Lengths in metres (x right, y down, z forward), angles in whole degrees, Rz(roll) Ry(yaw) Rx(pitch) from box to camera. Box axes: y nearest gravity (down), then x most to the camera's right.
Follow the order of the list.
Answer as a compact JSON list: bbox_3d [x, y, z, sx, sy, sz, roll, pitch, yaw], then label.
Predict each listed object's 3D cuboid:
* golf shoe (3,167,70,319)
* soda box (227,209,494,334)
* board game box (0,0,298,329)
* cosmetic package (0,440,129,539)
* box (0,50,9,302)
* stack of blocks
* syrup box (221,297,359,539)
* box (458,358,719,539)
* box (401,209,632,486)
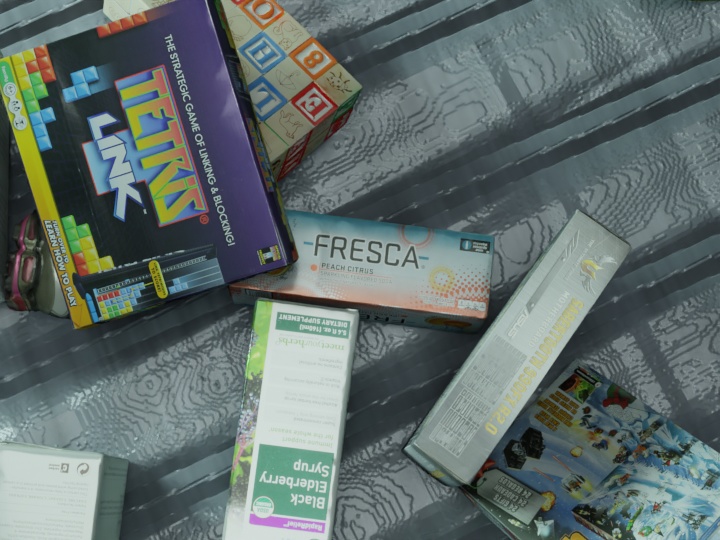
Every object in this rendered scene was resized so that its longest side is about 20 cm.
[{"bbox_3d":[-0.217,-0.063,0.967,0.091,0.073,0.202,8,90,-6],"label":"golf shoe"},{"bbox_3d":[0.000,0.000,0.960,0.198,0.064,0.069,8,76,-1],"label":"soda box"},{"bbox_3d":[-0.152,-0.077,0.893,0.164,0.057,0.201,-17,92,9],"label":"board game box"},{"bbox_3d":[-0.223,0.229,0.894,0.081,0.113,0.202,7,78,0],"label":"cosmetic package"},{"bbox_3d":[-0.349,-0.081,0.932,0.151,0.106,0.201,-3,74,-5],"label":"box"},{"bbox_3d":[-0.111,-0.166,0.973,0.200,0.059,0.115,45,63,6],"label":"stack of blocks"},{"bbox_3d":[-0.052,0.129,0.930,0.078,0.081,0.202,7,79,0],"label":"syrup box"},{"bbox_3d":[0.178,0.162,0.887,0.137,0.200,0.040,-44,129,-8],"label":"box"},{"bbox_3d":[0.108,0.062,0.906,0.048,0.158,0.200,35,81,5],"label":"box"}]
